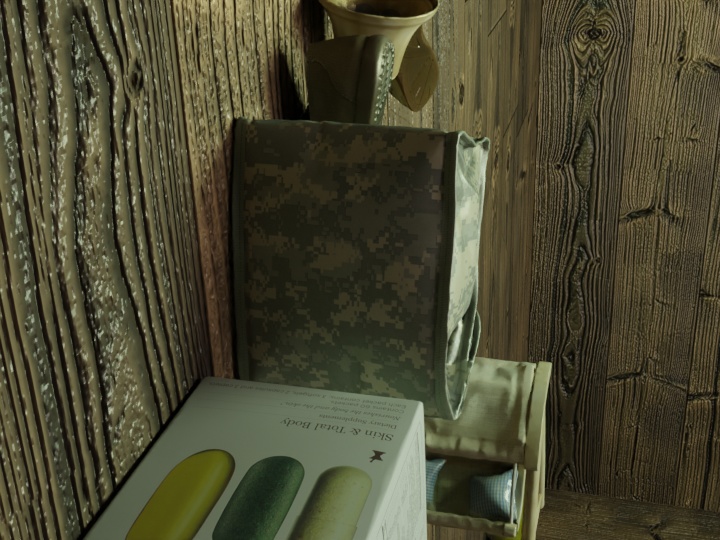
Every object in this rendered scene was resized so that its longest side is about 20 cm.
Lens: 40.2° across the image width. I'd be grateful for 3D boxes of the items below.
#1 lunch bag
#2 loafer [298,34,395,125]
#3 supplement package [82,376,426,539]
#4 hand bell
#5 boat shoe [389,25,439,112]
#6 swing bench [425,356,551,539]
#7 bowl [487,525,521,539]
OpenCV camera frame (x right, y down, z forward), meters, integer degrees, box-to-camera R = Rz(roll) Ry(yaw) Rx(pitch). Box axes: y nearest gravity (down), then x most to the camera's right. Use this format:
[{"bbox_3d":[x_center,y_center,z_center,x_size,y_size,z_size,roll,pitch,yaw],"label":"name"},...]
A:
[{"bbox_3d":[0.000,0.000,0.691,0.117,0.162,0.203,-12,106,-71],"label":"lunch bag"},{"bbox_3d":[-0.019,-0.105,0.791,0.076,0.067,0.202,-63,169,-48],"label":"loafer"},{"bbox_3d":[-0.054,0.183,0.565,0.200,0.150,0.152,-58,149,-60],"label":"supplement package"},{"bbox_3d":[-0.001,-0.142,0.850,0.104,0.103,0.202,-63,166,-55],"label":"hand bell"},{"bbox_3d":[0.022,-0.228,0.937,0.074,0.062,0.201,-52,151,-17],"label":"boat shoe"},{"bbox_3d":[0.098,0.198,1.058,0.130,0.196,0.202,-58,149,-60],"label":"swing bench"},{"bbox_3d":[0.364,0.613,2.379,0.200,0.106,0.203,5,90,-76],"label":"bowl"}]
